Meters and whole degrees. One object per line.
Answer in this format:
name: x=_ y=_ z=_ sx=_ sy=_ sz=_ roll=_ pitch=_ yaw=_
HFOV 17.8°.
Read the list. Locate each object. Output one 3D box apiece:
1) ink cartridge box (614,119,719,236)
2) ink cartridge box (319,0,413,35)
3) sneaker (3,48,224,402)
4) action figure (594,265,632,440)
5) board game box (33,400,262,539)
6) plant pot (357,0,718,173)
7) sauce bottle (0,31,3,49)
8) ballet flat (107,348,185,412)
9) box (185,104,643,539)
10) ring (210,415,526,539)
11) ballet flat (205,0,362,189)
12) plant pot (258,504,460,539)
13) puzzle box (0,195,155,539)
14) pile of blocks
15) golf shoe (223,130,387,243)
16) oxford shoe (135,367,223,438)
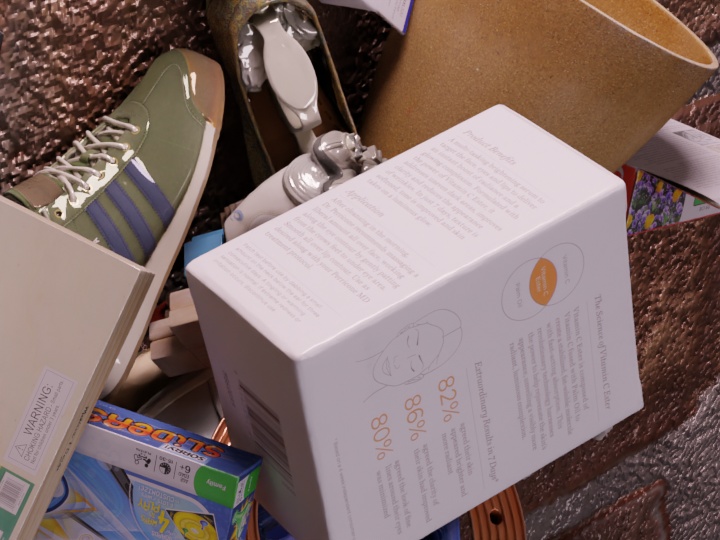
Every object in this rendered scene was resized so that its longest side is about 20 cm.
ink cartridge box: x=0.177 y=-0.061 z=1.454 sx=0.109 sy=0.200 sz=0.050 roll=-13 pitch=121 yaw=-44
ink cartridge box: x=-0.026 y=-0.212 z=1.246 sx=0.200 sy=0.037 sz=0.095 roll=33 pitch=65 yaw=-50
sneaker: x=-0.143 y=-0.034 z=1.211 sx=0.090 sy=0.067 sz=0.200 roll=23 pitch=83 yaw=-35
action figure: x=0.114 y=0.076 z=1.545 sx=0.119 sy=0.102 sz=0.200 roll=14 pitch=99 yaw=-63
board game box: x=-0.158 y=0.130 z=1.186 sx=0.034 sy=0.200 sz=0.136 roll=-34 pitch=138 yaw=-66
plant pot: x=0.078 y=-0.095 z=1.365 sx=0.186 sy=0.186 sz=0.200 roll=12 pitch=119 yaw=-51
sauce bottle: x=-0.215 y=-0.024 z=1.115 sx=0.066 sy=0.066 sz=0.200 roll=20 pitch=81 yaw=-52
ballet flat: x=-0.079 y=0.069 z=1.346 sx=0.200 sy=0.063 sz=0.069 roll=-21 pitch=132 yaw=-41
box: x=0.032 y=0.034 z=1.172 sx=0.200 sy=0.106 sz=0.152 roll=-28 pitch=130 yaw=-23
ring: x=0.001 y=0.142 z=1.248 sx=0.200 sy=0.201 sz=0.019 roll=-32 pitch=176 yaw=-33
ballet flat: x=-0.031 y=-0.077 z=1.279 sx=0.071 sy=0.071 sz=0.200 roll=-37 pitch=120 yaw=-30
plant pot: x=-0.068 y=0.213 z=1.350 sx=0.200 sy=0.180 sz=0.200 roll=-31 pitch=132 yaw=-35
puzzle box: x=-0.203 y=0.062 z=1.149 sx=0.200 sy=0.133 sz=0.025 roll=-64 pitch=166 yaw=3
pile of blocks: x=-0.084 y=0.008 z=1.282 sx=0.200 sy=0.062 sz=0.082 roll=-25 pitch=99 yaw=-74
golf shoe: x=0.000 y=0.000 z=1.279 sx=0.097 sy=0.078 sz=0.200 roll=-26 pitch=137 yaw=18
oxford shoe: x=-0.055 y=0.085 z=1.290 sx=0.200 sy=0.058 sz=0.075 roll=-22 pitch=137 yaw=-28
